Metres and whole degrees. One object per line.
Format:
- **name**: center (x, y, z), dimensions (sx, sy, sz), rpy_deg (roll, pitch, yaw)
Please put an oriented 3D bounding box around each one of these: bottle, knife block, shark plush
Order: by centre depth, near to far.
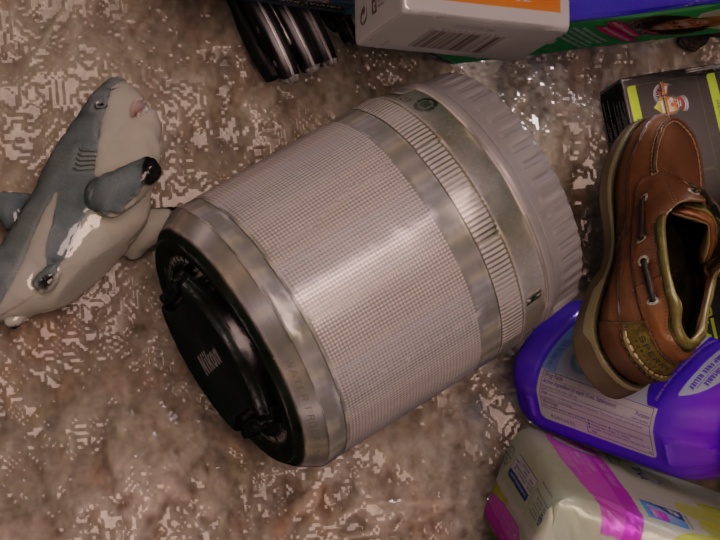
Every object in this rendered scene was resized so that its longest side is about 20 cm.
- **bottle**: center (0.182, 0.075, 1.290), dimensions (0.083, 0.200, 0.065), rpy_deg (-40, 131, -32)
- **shark plush**: center (-0.182, -0.016, 1.296), dimensions (0.200, 0.091, 0.083), rpy_deg (-46, 73, 3)
- **knife block**: center (-0.078, -0.204, 1.336), dimensions (0.199, 0.064, 0.176), rpy_deg (20, 74, -12)

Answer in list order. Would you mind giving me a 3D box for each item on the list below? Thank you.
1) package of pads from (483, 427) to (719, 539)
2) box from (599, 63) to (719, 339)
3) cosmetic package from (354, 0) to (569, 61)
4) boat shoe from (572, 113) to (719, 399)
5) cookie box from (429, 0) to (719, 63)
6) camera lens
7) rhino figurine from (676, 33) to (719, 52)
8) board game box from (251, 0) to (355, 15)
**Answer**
- **package of pads**: center (0.175, 0.161, 1.291), dimensions (0.199, 0.155, 0.068), rpy_deg (20, 98, -9)
- **box**: center (0.258, -0.030, 1.403), dimensions (0.193, 0.048, 0.201), rpy_deg (-11, 84, -14)
- **cosmetic package**: center (0.054, -0.222, 1.261), dimensions (0.101, 0.071, 0.201), rpy_deg (3, 79, -21)
- **boat shoe**: center (0.174, -0.016, 1.285), dimensions (0.072, 0.068, 0.200), rpy_deg (38, 44, -27)
- **cookie box**: center (0.127, -0.215, 1.332), dimensions (0.199, 0.075, 0.172), rpy_deg (-5, 79, 26)
- **camera lens**: center (0.000, 0.000, 1.269), dimensions (0.200, 0.160, 0.160), rpy_deg (-31, 89, -18)
- **rhino figurine**: center (0.220, -0.168, 1.396), dimensions (0.199, 0.087, 0.060), rpy_deg (-3, 80, -15)
- **board game box**: center (-0.029, -0.249, 1.297), dimensions (0.151, 0.047, 0.201), rpy_deg (6, 78, -21)
